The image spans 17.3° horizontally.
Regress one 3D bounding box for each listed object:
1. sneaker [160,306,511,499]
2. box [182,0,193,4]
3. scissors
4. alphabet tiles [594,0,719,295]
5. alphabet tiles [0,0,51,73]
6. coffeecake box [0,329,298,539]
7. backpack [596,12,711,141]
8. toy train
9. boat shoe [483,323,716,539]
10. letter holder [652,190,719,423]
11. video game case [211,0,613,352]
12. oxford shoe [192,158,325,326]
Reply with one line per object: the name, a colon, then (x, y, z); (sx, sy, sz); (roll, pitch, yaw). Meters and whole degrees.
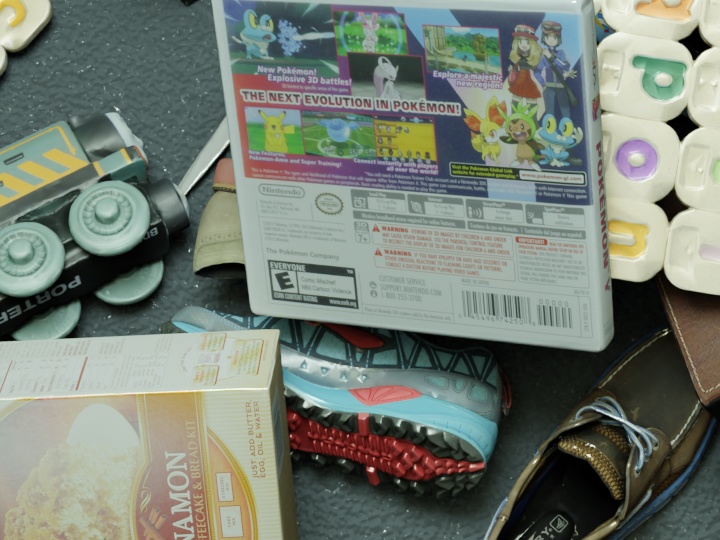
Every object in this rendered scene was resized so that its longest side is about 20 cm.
sneaker: (-0.012, 0.057, 1.304); (0.199, 0.080, 0.096); (19, 50, 13)
box: (-0.094, -0.275, 1.340); (0.148, 0.200, 0.124); (-38, 74, -8)
scissors: (-0.047, -0.115, 1.382); (0.073, 0.014, 0.201); (19, 73, 9)
alphabet tiles: (0.162, -0.092, 1.166); (0.194, 0.015, 0.201); (8, 93, 4)
alphabet tiles: (-0.289, -0.170, 1.415); (0.195, 0.015, 0.200); (38, 79, 16)
coffeecake box: (-0.137, 0.118, 1.242); (0.199, 0.073, 0.154); (-3, 114, 4)
backpack: (0.183, -0.168, 1.271); (0.200, 0.134, 0.183); (54, 127, 36)
toy train: (-0.198, -0.017, 1.326); (0.199, 0.085, 0.114); (-27, 63, -10)
boat shoe: (0.132, 0.106, 1.263); (0.072, 0.072, 0.200); (33, 77, 15)
letter holder: (0.257, -0.016, 1.218); (0.199, 0.101, 0.143); (-30, 55, 17)
video game case: (0.026, -0.055, 1.170); (0.199, 0.023, 0.183); (6, 116, 26)
oxford shoe: (0.000, 0.000, 1.268); (0.199, 0.070, 0.075); (16, 80, 29)
